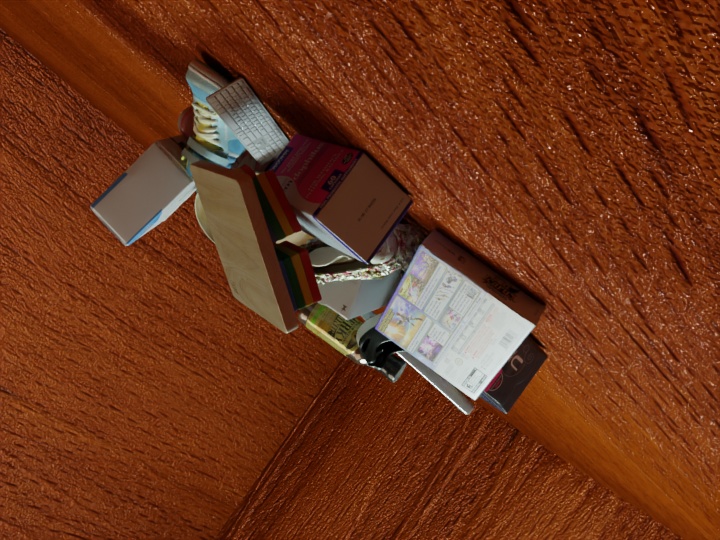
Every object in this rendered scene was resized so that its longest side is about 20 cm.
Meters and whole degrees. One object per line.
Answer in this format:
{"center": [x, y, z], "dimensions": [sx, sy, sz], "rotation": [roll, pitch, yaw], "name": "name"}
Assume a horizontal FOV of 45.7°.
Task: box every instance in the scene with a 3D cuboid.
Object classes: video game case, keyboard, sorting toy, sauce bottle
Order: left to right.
{"center": [-0.149, -0.201, 1.179], "dimensions": [0.011, 0.056, 0.200], "rotation": [57, -177, 24], "name": "keyboard"}
{"center": [-0.131, -0.046, 1.103], "dimensions": [0.200, 0.069, 0.201], "rotation": [24, 134, 60], "name": "sorting toy"}
{"center": [-0.012, 0.114, 1.443], "dimensions": [0.199, 0.065, 0.065], "rotation": [33, 174, 14], "name": "sauce bottle"}
{"center": [0.096, 0.155, 1.494], "dimensions": [0.200, 0.024, 0.182], "rotation": [42, 180, -22], "name": "video game case"}
{"center": [0.131, 0.065, 1.179], "dimensions": [0.181, 0.046, 0.201], "rotation": [35, 139, 7], "name": "video game case"}

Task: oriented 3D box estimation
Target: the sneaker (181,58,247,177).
{"center": [-0.212, -0.197, 1.193], "dimensions": [0.079, 0.131, 0.200], "rotation": [36, 174, 24], "name": "sneaker"}

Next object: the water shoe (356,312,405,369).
{"center": [0.089, 0.085, 1.324], "dimensions": [0.071, 0.199, 0.079], "rotation": [39, -156, -48], "name": "water shoe"}

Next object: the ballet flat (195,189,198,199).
{"center": [-0.224, -0.130, 1.440], "dimensions": [0.200, 0.066, 0.068], "rotation": [-78, -30, -71], "name": "ballet flat"}

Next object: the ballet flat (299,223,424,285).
{"center": [-0.008, -0.021, 1.170], "dimensions": [0.064, 0.198, 0.076], "rotation": [61, -167, -78], "name": "ballet flat"}

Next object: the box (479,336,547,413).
{"center": [0.188, 0.128, 1.424], "dimensions": [0.106, 0.123, 0.200], "rotation": [42, 172, -37], "name": "box"}

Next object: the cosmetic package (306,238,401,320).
{"center": [0.000, 0.000, 1.308], "dimensions": [0.112, 0.082, 0.200], "rotation": [30, -160, 21], "name": "cosmetic package"}

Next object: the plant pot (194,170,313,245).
{"center": [-0.160, -0.085, 1.337], "dimensions": [0.198, 0.028, 0.201], "rotation": [8, 137, 8], "name": "plant pot"}

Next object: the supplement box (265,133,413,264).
{"center": [-0.040, -0.098, 1.111], "dimensions": [0.103, 0.102, 0.200], "rotation": [40, 173, -31], "name": "supplement box"}

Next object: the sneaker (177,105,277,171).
{"center": [-0.195, -0.196, 1.376], "dimensions": [0.200, 0.076, 0.104], "rotation": [34, 177, -30], "name": "sneaker"}

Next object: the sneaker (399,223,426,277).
{"center": [0.092, 0.008, 1.244], "dimensions": [0.199, 0.089, 0.074], "rotation": [39, 175, -8], "name": "sneaker"}

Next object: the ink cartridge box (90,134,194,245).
{"center": [-0.318, -0.131, 1.340], "dimensions": [0.086, 0.146, 0.200], "rotation": [46, -172, -10], "name": "ink cartridge box"}
